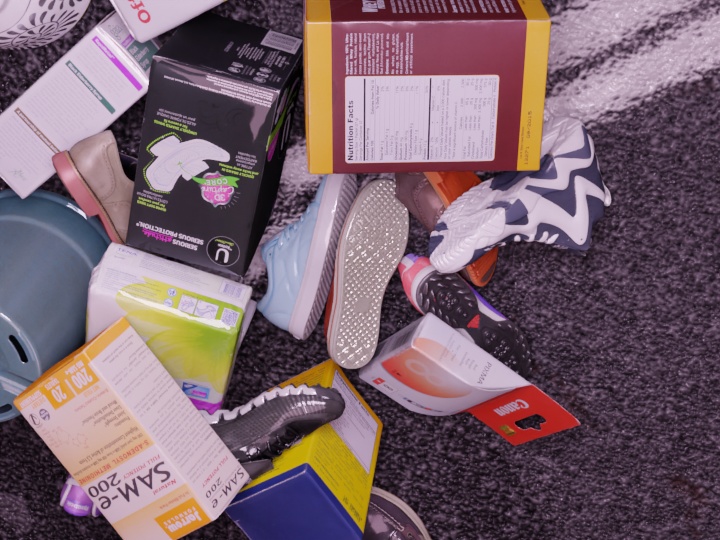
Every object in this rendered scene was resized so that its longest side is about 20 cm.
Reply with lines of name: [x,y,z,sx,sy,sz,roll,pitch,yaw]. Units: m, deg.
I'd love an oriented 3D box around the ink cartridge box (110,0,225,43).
ink cartridge box: [-0.151,-0.320,1.147,0.199,0.085,0.145,-22,112,19]

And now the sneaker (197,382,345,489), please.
sneaker: [-0.106,0.175,1.265,0.198,0.091,0.067,-15,148,13]

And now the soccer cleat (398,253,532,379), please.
soccer cleat: [0.112,0.053,1.327,0.068,0.073,0.200,-45,123,2]

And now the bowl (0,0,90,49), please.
bowl: [-0.360,-0.293,1.193,0.199,0.094,0.202,4,118,7]

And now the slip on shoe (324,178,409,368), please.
slip on shoe: [0.000,0.000,1.305,0.073,0.061,0.202,6,105,-21]

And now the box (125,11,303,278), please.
box: [-0.137,-0.124,1.214,0.123,0.149,0.201,16,120,1]

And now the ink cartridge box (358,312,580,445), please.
ink cartridge box: [0.110,0.135,1.325,0.199,0.050,0.162,37,155,-7]

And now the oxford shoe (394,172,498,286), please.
oxford shoe: [0.082,-0.072,1.266,0.072,0.071,0.201,-1,124,40]

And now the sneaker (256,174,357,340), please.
sneaker: [-0.064,-0.026,1.303,0.081,0.074,0.202,23,113,10]

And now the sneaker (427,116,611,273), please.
sneaker: [0.167,-0.040,1.223,0.199,0.079,0.130,-46,119,-14]

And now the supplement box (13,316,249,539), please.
supplement box: [-0.220,0.163,1.202,0.126,0.074,0.201,-32,99,35]

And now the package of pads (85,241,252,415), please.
package of pads: [-0.199,0.065,1.259,0.153,0.069,0.201,18,144,-3]

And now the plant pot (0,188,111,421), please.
plant pot: [-0.372,0.045,1.322,0.198,0.197,0.202,4,119,8]

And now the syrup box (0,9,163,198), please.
syrup box: [-0.287,-0.169,1.256,0.199,0.079,0.082,-34,108,24]

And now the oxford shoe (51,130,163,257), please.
oxford shoe: [-0.236,-0.068,1.280,0.074,0.071,0.200,-34,150,-2]

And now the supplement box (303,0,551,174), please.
supplement box: [0.049,-0.187,1.103,0.198,0.198,0.134,-1,119,-3]

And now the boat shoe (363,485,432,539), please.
boat shoe: [0.048,0.335,1.484,0.072,0.065,0.200,-33,108,26]

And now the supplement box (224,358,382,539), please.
supplement box: [-0.057,0.209,1.354,0.109,0.201,0.109,-27,113,22]

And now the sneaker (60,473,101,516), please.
sneaker: [-0.274,0.199,1.324,0.072,0.115,0.201,19,150,-2]

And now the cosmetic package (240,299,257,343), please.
cosmetic package: [-0.197,0.108,1.398,0.101,0.074,0.201,23,119,-3]
